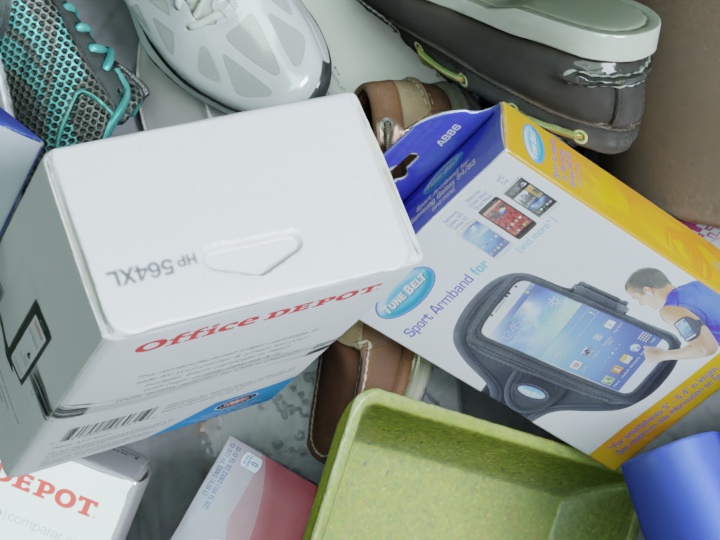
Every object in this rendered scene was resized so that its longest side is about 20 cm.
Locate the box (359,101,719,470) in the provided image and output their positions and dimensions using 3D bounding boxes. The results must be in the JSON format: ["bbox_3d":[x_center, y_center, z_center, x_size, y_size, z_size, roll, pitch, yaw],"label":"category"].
[{"bbox_3d":[0.084,0.007,0.830,0.199,0.042,0.119,29,126,-25],"label":"box"}]

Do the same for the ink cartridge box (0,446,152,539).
[{"bbox_3d":[-0.205,0.164,0.889,0.145,0.084,0.202,21,89,-2],"label":"ink cartridge box"}]

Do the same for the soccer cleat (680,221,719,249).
[{"bbox_3d":[0.191,0.015,0.895,0.198,0.087,0.070,-5,118,-2],"label":"soccer cleat"}]

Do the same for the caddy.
[{"bbox_3d":[0.205,0.117,0.851,0.140,0.200,0.106,-25,79,15],"label":"caddy"}]

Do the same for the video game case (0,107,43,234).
[{"bbox_3d":[-0.230,-0.009,0.828,0.045,0.200,0.182,25,94,-31],"label":"video game case"}]

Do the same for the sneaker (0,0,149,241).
[{"bbox_3d":[-0.152,-0.100,0.904,0.090,0.078,0.202,-5,99,-7],"label":"sneaker"}]

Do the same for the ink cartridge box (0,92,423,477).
[{"bbox_3d":[-0.082,0.010,0.793,0.145,0.200,0.085,-14,74,-28],"label":"ink cartridge box"}]

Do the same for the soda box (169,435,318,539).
[{"bbox_3d":[-0.088,0.185,0.877,0.063,0.070,0.201,29,75,1],"label":"soda box"}]

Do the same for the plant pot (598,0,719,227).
[{"bbox_3d":[0.188,-0.111,0.857,0.198,0.200,0.176,8,98,-2],"label":"plant pot"}]

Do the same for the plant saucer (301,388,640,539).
[{"bbox_3d":[0.033,0.169,0.881,0.199,0.048,0.201,19,88,-36],"label":"plant saucer"}]

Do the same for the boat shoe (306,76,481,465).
[{"bbox_3d":[0.000,0.000,0.888,0.071,0.076,0.202,10,97,-29],"label":"boat shoe"}]

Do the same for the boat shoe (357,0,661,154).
[{"bbox_3d":[0.056,-0.112,0.846,0.071,0.201,0.061,-17,122,-33],"label":"boat shoe"}]

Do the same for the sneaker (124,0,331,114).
[{"bbox_3d":[-0.099,-0.153,0.864,0.076,0.115,0.201,-44,79,0],"label":"sneaker"}]

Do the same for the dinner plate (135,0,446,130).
[{"bbox_3d":[-0.017,-0.101,0.929,0.198,0.024,0.202,0,90,-1],"label":"dinner plate"}]

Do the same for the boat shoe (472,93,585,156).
[{"bbox_3d":[0.082,-0.053,0.901,0.071,0.068,0.202,20,91,-17],"label":"boat shoe"}]
